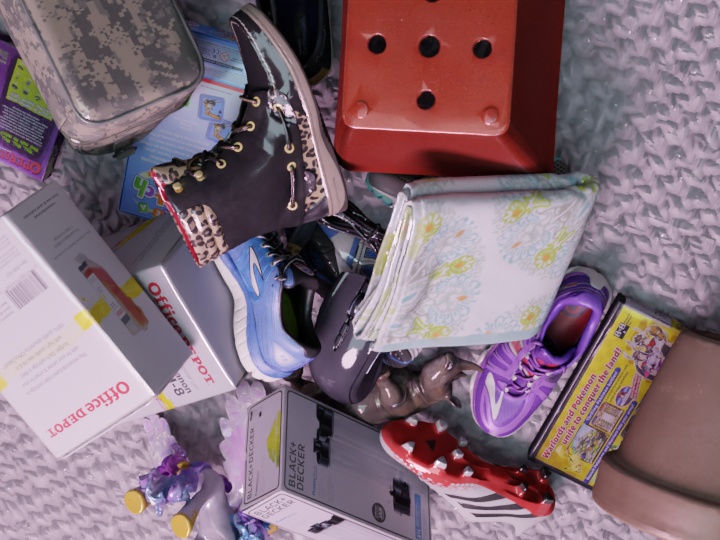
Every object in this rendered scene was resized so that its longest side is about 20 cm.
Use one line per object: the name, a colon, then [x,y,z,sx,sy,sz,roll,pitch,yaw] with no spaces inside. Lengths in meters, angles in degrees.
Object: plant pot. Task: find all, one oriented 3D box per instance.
plant pot: [0.328,0.151,1.179,0.199,0.200,0.175,15,95,5]
plant pot: [0.068,-0.181,1.094,0.199,0.176,0.201,4,93,9]

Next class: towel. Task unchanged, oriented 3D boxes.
towel: [0.101,-0.006,1.130,0.199,0.048,0.172,-5,135,-28]

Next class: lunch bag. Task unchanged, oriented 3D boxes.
lunch bag: [-0.245,-0.209,1.165,0.139,0.168,0.201,-27,89,-25]

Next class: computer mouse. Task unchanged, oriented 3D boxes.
computer mouse: [-0.027,0.030,1.210,0.140,0.046,0.200,36,122,16]

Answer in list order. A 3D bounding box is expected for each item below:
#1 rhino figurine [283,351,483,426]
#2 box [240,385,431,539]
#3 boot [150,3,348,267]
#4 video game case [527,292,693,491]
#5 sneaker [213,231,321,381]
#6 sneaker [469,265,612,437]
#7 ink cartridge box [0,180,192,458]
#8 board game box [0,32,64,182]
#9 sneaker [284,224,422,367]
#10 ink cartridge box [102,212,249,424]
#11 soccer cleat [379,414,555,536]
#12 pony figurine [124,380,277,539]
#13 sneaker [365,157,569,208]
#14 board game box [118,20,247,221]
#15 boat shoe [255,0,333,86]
rhino figurine: [0.028,0.118,1.304,0.199,0.060,0.088,-14,131,15]
box: [-0.021,0.207,1.271,0.200,0.117,0.060,30,134,-32]
boot: [-0.109,-0.111,1.113,0.150,0.073,0.201,-27,116,-11]
video game case: [0.290,0.145,1.284,0.180,0.026,0.201,26,114,0]
sneaker: [-0.079,-0.004,1.193,0.089,0.078,0.201,-19,87,36]
sneaker: [0.168,0.084,1.253,0.080,0.083,0.200,30,114,-1]
ink cartridge box: [-0.269,0.046,1.143,0.145,0.083,0.200,-32,101,31]
board game box: [-0.384,-0.185,1.290,0.199,0.032,0.120,26,109,1]
sneaker: [0.000,0.000,1.270,0.200,0.077,0.076,50,156,3]
ink cartridge box: [-0.203,0.043,1.255,0.199,0.145,0.146,-19,112,27]
soccer cleat: [0.102,0.213,1.307,0.199,0.069,0.085,22,128,-13]
pony figurine: [-0.158,0.231,1.336,0.166,0.200,0.194,-19,90,24]
sneaker: [0.106,-0.085,1.217,0.199,0.078,0.092,11,99,2]
board game box: [-0.146,-0.132,1.258,0.151,0.037,0.201,17,112,5]
boat shoe: [-0.065,-0.266,1.163,0.074,0.062,0.201,-8,93,8]
